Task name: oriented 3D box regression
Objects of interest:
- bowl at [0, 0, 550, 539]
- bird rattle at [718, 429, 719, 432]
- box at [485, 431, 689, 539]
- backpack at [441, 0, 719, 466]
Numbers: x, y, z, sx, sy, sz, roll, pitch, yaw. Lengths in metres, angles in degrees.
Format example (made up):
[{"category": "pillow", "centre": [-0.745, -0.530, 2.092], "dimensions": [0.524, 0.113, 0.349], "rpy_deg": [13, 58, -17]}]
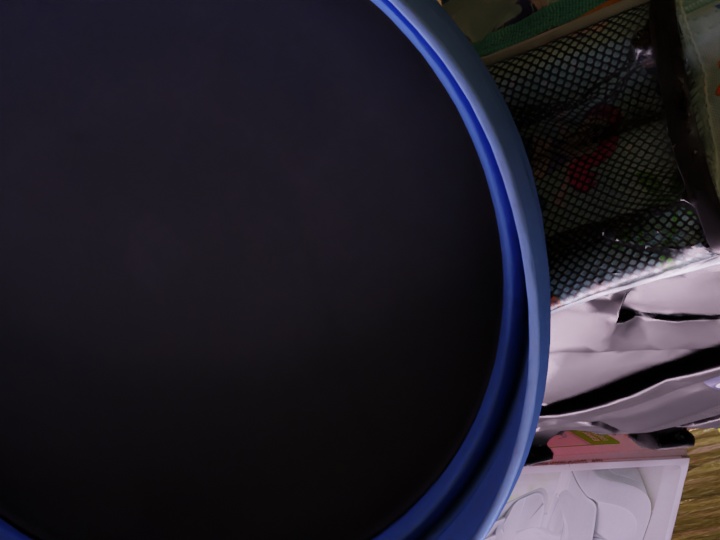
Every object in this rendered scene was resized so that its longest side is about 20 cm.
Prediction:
[{"category": "bowl", "centre": [-0.051, 0.001, 0.677], "dimensions": [0.201, 0.201, 0.039], "rpy_deg": [-15, -168, 21]}, {"category": "bird rattle", "centre": [0.086, 0.016, 1.108], "dimensions": [0.163, 0.113, 0.200], "rpy_deg": [8, -178, 36]}, {"category": "box", "centre": [-0.009, 0.079, 1.128], "dimensions": [0.176, 0.097, 0.200], "rpy_deg": [-2, -162, -39]}, {"category": "backpack", "centre": [0.122, -0.041, 0.720], "dimensions": [0.200, 0.151, 0.178], "rpy_deg": [-15, 170, 37]}]
